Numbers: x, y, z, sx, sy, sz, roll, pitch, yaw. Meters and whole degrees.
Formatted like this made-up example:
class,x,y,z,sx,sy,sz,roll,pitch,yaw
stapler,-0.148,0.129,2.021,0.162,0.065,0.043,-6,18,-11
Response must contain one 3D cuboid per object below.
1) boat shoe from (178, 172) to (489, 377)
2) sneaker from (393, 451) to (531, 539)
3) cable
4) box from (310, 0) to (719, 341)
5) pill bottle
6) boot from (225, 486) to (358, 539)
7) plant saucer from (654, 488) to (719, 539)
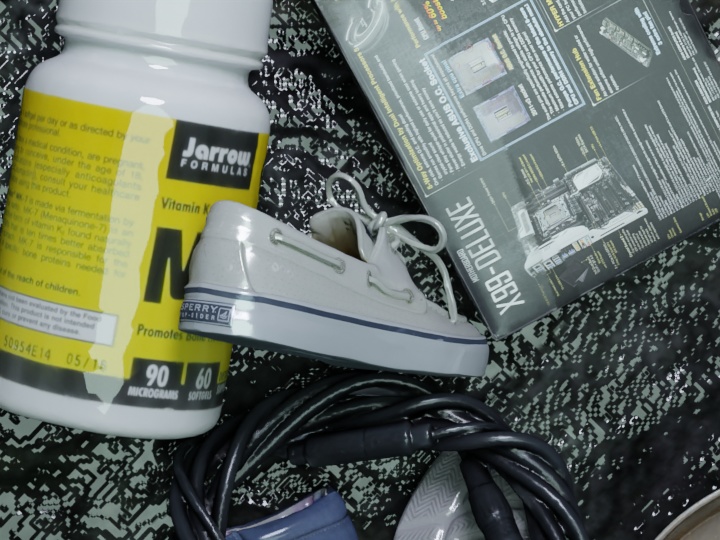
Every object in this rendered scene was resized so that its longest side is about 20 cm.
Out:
class,x,y,z,sx,sy,sz,roll,pitch,yaw
boat shoe,-0.004,0.000,0.925,0.202,0.075,0.086,14,83,-50
sneaker,0.069,0.187,0.998,0.077,0.112,0.200,-6,65,27
cable,0.005,0.120,0.932,0.200,0.051,0.163,30,71,14
box,0.085,-0.090,0.970,0.158,0.050,0.200,-29,101,1
pill bottle,-0.103,-0.033,0.919,0.114,0.114,0.200,9,96,-10
boot,-0.083,0.182,0.978,0.200,0.073,0.090,-24,93,-14
plant saucer,0.210,0.191,0.991,0.200,0.034,0.201,-1,96,-7
